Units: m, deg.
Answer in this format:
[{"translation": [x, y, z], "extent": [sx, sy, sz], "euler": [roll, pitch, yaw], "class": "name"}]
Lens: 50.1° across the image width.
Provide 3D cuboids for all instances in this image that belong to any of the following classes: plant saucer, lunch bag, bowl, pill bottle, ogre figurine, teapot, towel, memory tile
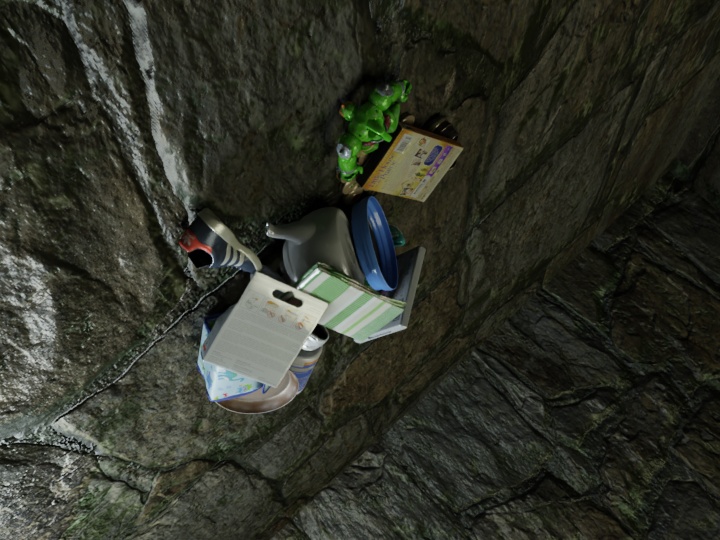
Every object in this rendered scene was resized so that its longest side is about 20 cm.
[{"translation": [-0.241, 0.259, 1.757], "extent": [0.200, 0.032, 0.200], "euler": [-6, 136, -6], "class": "plant saucer"}, {"translation": [-0.217, 0.167, 1.565], "extent": [0.200, 0.128, 0.170], "euler": [-11, 145, -28], "class": "lunch bag"}, {"translation": [0.029, -0.053, 1.594], "extent": [0.039, 0.201, 0.201], "euler": [-14, 165, 15], "class": "bowl"}, {"translation": [-0.171, 0.229, 1.841], "extent": [0.112, 0.112, 0.200], "euler": [-24, 151, -43], "class": "pill bottle"}, {"translation": [0.018, -0.252, 1.333], "extent": [0.200, 0.098, 0.120], "euler": [-37, 172, 8], "class": "ogre figurine"}, {"translation": [-0.084, -0.019, 1.493], "extent": [0.146, 0.200, 0.197], "euler": [-16, -174, 11], "class": "teapot"}, {"translation": [-0.035, 0.061, 1.433], "extent": [0.200, 0.023, 0.153], "euler": [25, 137, -26], "class": "towel"}, {"translation": [0.036, -0.219, 1.536], "extent": [0.200, 0.017, 0.153], "euler": [-40, 158, -13], "class": "memory tile"}]

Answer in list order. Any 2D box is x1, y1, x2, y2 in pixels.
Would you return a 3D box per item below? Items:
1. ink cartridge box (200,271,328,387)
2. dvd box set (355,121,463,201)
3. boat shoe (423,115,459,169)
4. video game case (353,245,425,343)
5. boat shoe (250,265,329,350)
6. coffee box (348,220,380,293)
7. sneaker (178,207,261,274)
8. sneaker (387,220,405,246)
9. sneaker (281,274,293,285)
[{"translation": [-0.178, 0.104, 1.416], "extent": [0.162, 0.050, 0.200], "euler": [26, 103, -27], "class": "ink cartridge box"}, {"translation": [0.099, -0.212, 1.532], "extent": [0.200, 0.029, 0.146], "euler": [5, 129, -47], "class": "dvd box set"}, {"translation": [0.163, -0.240, 1.653], "extent": [0.074, 0.073, 0.200], "euler": [-36, 157, -23], "class": "boat shoe"}, {"translation": [0.065, 0.055, 1.726], "extent": [0.182, 0.024, 0.200], "euler": [-25, -137, 53], "class": "video game case"}, {"translation": [-0.134, 0.068, 1.493], "extent": [0.068, 0.200, 0.072], "euler": [-28, -174, 47], "class": "boat shoe"}, {"translation": [0.000, 0.000, 1.652], "extent": [0.044, 0.200, 0.123], "euler": [-7, 172, 23], "class": "coffee box"}, {"translation": [-0.239, -0.030, 1.299], "extent": [0.085, 0.075, 0.200], "euler": [-46, 149, -4], "class": "sneaker"}, {"translation": [0.016, -0.028, 1.762], "extent": [0.200, 0.080, 0.078], "euler": [-44, 159, -2], "class": "sneaker"}, {"translation": [-0.184, 0.088, 1.616], "extent": [0.092, 0.076, 0.200], "euler": [-16, 144, -44], "class": "sneaker"}]
